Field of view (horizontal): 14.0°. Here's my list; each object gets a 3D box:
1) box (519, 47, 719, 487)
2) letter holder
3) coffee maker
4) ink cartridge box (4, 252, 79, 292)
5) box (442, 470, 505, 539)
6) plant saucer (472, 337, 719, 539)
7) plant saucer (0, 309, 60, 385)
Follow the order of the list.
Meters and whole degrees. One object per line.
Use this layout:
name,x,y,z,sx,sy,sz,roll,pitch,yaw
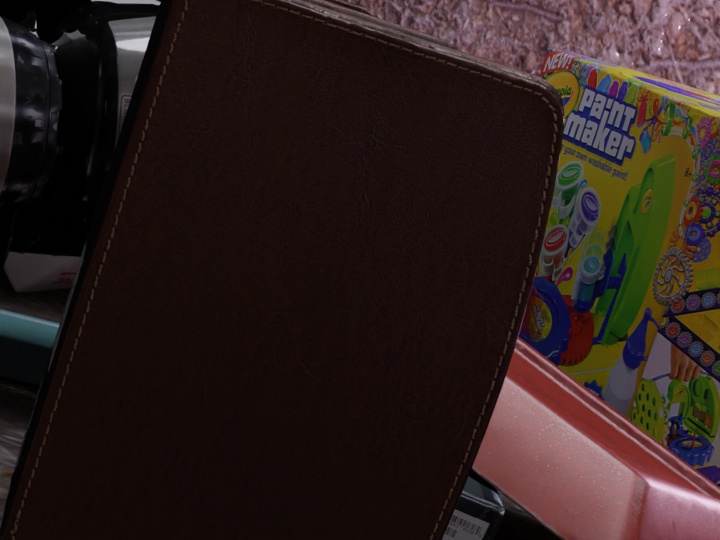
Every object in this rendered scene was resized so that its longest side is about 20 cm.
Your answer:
box,0.152,0.013,1.407,0.122,0.193,0.200,15,8,-23
letter holder,-0.024,0.010,0.984,0.142,0.200,0.101,17,7,-6
coffee maker,-0.158,-0.075,1.176,0.200,0.135,0.192,3,30,-23
ink cartridge box,-0.115,-0.045,1.457,0.068,0.200,0.116,64,16,6
box,-0.031,0.060,1.142,0.159,0.046,0.200,24,7,-5
plant saucer,0.070,0.062,1.181,0.200,0.037,0.200,37,7,25
plant saucer,-0.084,0.049,1.272,0.200,0.019,0.070,16,8,-22
